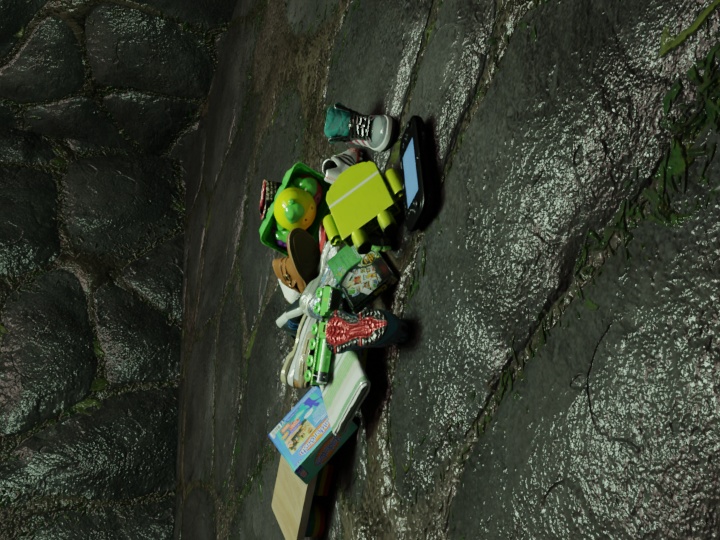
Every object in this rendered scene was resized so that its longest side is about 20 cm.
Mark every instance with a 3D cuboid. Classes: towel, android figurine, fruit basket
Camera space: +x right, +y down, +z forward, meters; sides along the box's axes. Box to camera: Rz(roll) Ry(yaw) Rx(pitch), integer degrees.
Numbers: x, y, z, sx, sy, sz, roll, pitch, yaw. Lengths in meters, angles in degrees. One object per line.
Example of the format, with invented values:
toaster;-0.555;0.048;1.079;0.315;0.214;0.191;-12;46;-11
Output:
towel;-0.036;0.195;1.534;0.151;0.030;0.202;-61;32;32
android figurine;0.003;-0.126;1.508;0.180;0.041;0.202;-36;48;12
fruit basket;-0.138;-0.132;1.792;0.215;0.153;0.220;-40;36;37

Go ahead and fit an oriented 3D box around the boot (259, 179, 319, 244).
boot;-0.172;-0.126;1.938;0.073;0.147;0.206;156;118;-65

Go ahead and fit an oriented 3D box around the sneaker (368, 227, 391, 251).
sneaker;0.017;-0.106;1.552;0.202;0.075;0.085;-113;33;-51

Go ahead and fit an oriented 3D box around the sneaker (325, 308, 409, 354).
sneaker;0.012;0.118;1.446;0.198;0.094;0.082;-6;74;52

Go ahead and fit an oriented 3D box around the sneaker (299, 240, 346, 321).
sneaker;-0.049;0.016;1.677;0.086;0.077;0.204;27;93;47

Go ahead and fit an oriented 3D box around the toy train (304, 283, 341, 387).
toy train;-0.071;0.128;1.555;0.056;0.041;0.206;0;81;52

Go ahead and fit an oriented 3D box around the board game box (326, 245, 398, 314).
board game box;0.000;0.000;1.553;0.104;0.023;0.201;-41;31;6

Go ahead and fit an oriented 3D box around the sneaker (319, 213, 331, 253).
sneaker;-0.057;-0.108;1.741;0.117;0.076;0.202;-107;34;-45

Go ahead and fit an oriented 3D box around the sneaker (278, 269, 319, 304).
sneaker;-0.137;0.046;1.928;0.199;0.071;0.087;-7;99;67

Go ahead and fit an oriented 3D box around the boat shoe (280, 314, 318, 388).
boat shoe;-0.110;0.169;1.791;0.067;0.075;0.205;15;79;25

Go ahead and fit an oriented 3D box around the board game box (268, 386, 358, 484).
board game box;-0.101;0.332;1.632;0.152;0.045;0.199;-46;22;-8

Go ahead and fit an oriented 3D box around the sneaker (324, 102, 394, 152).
sneaker;-0.012;-0.298;1.630;0.199;0.118;0.086;-158;77;-68

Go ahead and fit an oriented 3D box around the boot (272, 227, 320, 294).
boot;-0.147;-0.014;1.752;0.153;0.073;0.203;17;138;48

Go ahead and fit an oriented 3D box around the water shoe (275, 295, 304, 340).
water shoe;-0.139;0.112;1.888;0.072;0.079;0.200;-47;5;-23

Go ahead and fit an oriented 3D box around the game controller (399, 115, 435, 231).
game controller;0.096;-0.173;1.417;0.105;0.041;0.205;130;143;-54

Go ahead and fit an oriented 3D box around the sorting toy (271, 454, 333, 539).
sorting toy;-0.121;0.469;1.712;0.200;0.068;0.204;-144;64;-66

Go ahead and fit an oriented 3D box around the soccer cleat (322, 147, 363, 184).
soccer cleat;-0.040;-0.222;1.692;0.201;0.083;0.070;-94;20;-64

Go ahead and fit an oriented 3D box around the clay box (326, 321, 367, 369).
clay box;-0.032;0.165;1.618;0.199;0.046;0.118;-172;90;-67
